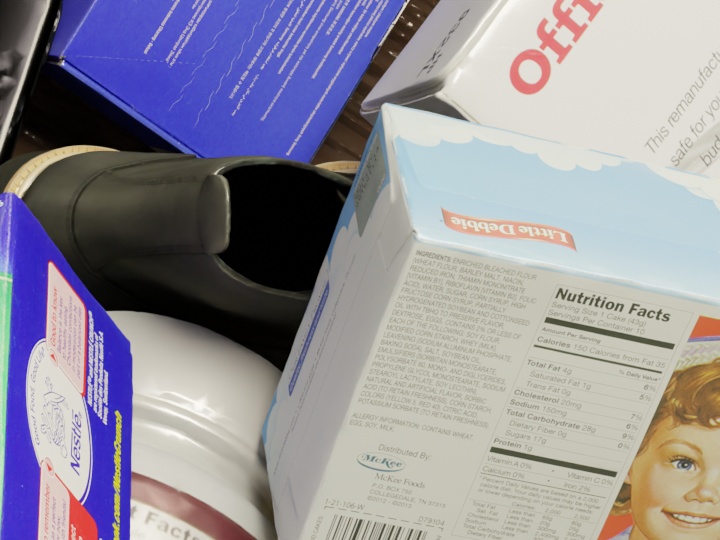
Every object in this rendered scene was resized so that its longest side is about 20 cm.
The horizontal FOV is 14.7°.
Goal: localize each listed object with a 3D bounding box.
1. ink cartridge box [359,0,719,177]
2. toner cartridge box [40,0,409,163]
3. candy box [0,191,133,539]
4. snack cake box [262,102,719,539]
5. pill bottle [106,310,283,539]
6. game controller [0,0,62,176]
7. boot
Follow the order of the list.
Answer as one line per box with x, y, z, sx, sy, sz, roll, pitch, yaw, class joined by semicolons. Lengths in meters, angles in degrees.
0.123;-0.044;0.869;0.200;0.084;0.145;40;77;-13;ink cartridge box
-0.019;-0.128;0.934;0.095;0.043;0.201;35;81;-25;toner cartridge box
-0.163;0.088;0.717;0.199;0.077;0.170;-20;44;15;candy box
0.085;0.036;0.763;0.199;0.115;0.067;12;31;-16;snack cake box
-0.082;0.117;0.784;0.114;0.114;0.201;23;54;-4;pill bottle
-0.158;-0.049;0.876;0.104;0.042;0.201;16;71;-2;game controller
0.000;0.000;0.852;0.199;0.138;0.078;0;88;-35;boot
